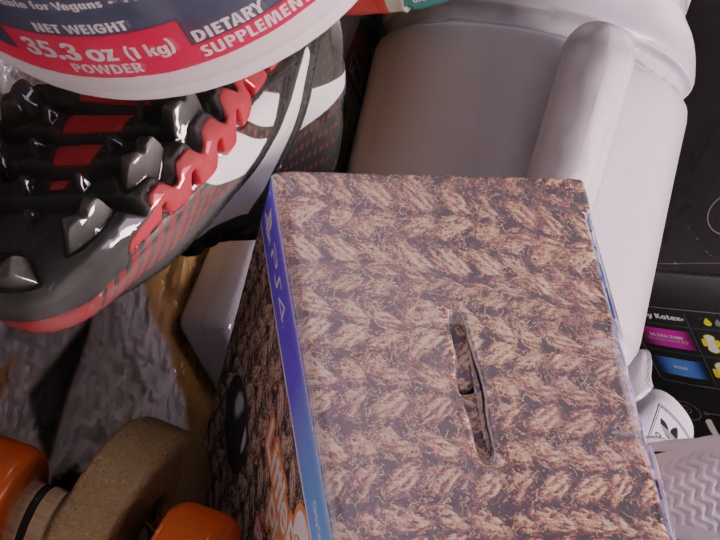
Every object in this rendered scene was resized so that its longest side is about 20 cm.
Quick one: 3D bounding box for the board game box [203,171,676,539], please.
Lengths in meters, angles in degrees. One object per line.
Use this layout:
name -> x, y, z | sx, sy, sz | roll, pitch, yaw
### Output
board game box -> 0.013, 0.095, 0.852 | 0.200, 0.097, 0.159 | 107, -21, -47

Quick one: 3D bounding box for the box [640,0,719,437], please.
box -> 0.194, 0.003, 1.108 | 0.200, 0.124, 0.149 | 59, 45, -46

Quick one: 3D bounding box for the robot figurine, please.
robot figurine -> 0.053, -0.036, 0.994 | 0.170, 0.113, 0.200 | 155, -50, -69

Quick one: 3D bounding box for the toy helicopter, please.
toy helicopter -> -0.085, 0.140, 0.856 | 0.132, 0.079, 0.200 | -18, 125, -75

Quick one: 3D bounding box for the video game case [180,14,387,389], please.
video game case -> 0.000, 0.000, 1.056 | 0.200, 0.023, 0.182 | 65, 39, -52

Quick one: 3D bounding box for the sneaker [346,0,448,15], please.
sneaker -> 0.032, -0.157, 0.988 | 0.070, 0.093, 0.200 | 75, 31, -43

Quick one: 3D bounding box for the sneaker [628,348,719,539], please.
sneaker -> 0.101, 0.074, 0.983 | 0.075, 0.200, 0.115 | 48, 54, -8

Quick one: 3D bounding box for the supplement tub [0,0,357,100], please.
supplement tub -> -0.072, -0.144, 0.673 | 0.200, 0.140, 0.140 | 57, 46, -58

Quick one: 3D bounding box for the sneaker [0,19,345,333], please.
sneaker -> -0.054, -0.034, 0.847 | 0.200, 0.071, 0.098 | -59, 146, -47
